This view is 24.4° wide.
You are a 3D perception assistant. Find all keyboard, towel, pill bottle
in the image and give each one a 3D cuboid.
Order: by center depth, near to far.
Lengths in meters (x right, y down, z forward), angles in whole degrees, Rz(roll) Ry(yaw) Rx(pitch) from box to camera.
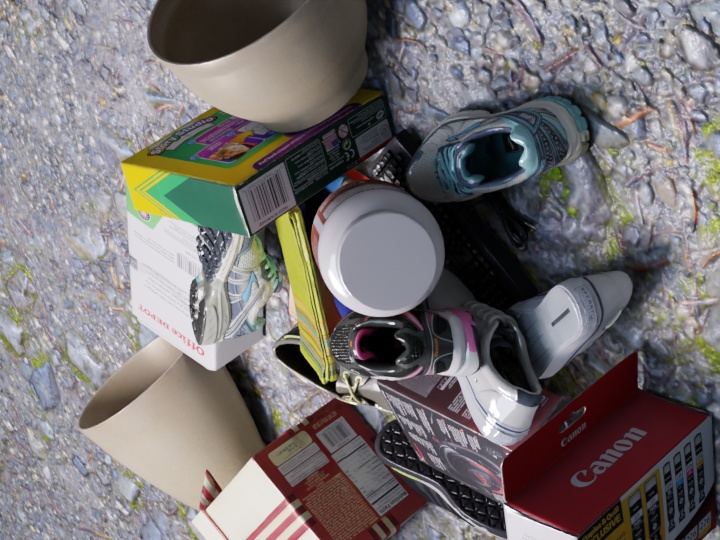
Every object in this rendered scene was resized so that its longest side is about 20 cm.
[{"bbox_3d":[0.015,-0.019,1.478,0.112,0.112,0.200,63,180,-9],"label":"pill bottle"},{"bbox_3d":[0.093,-0.047,1.553,0.200,0.021,0.127,50,138,7],"label":"keyboard"},{"bbox_3d":[-0.062,0.013,1.685,0.086,0.018,0.200,-136,30,-56],"label":"towel"}]

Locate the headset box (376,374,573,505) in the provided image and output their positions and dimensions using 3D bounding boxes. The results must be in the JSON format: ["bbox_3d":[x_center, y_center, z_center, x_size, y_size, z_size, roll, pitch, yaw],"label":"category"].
[{"bbox_3d":[0.130,0.158,1.592,0.200,0.075,0.149,25,155,38],"label":"headset box"}]

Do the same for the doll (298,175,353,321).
[{"bbox_3d":[-0.031,-0.044,1.649,0.136,0.048,0.200,-45,66,49],"label":"doll"}]

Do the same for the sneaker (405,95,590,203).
[{"bbox_3d":[0.099,-0.101,1.443,0.200,0.086,0.078,-19,96,48],"label":"sneaker"}]

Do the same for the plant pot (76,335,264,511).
[{"bbox_3d":[-0.204,0.196,1.990,0.200,0.187,0.187,51,147,-16],"label":"plant pot"}]

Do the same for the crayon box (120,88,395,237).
[{"bbox_3d":[-0.098,-0.113,1.581,0.172,0.200,0.058,13,128,45],"label":"crayon box"}]

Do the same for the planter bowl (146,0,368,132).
[{"bbox_3d":[-0.073,-0.212,1.507,0.200,0.200,0.135,12,150,45],"label":"planter bowl"}]

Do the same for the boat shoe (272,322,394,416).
[{"bbox_3d":[-0.008,0.112,1.768,0.201,0.060,0.072,27,133,35],"label":"boat shoe"}]

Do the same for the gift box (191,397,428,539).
[{"bbox_3d":[-0.064,0.260,1.859,0.200,0.184,0.187,52,136,13],"label":"gift box"}]

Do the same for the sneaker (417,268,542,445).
[{"bbox_3d":[0.114,0.063,1.514,0.071,0.073,0.200,-56,47,33],"label":"sneaker"}]

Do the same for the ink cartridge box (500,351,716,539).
[{"bbox_3d":[0.218,0.196,1.443,0.084,0.200,0.176,19,132,40],"label":"ink cartridge box"}]

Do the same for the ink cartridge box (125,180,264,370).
[{"bbox_3d":[-0.185,-0.010,1.865,0.146,0.084,0.200,33,138,29],"label":"ink cartridge box"}]

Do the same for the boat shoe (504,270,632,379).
[{"bbox_3d":[0.186,0.049,1.483,0.074,0.067,0.200,69,161,6],"label":"boat shoe"}]

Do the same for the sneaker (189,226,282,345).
[{"bbox_3d":[-0.124,-0.008,1.727,0.200,0.086,0.078,107,149,-45],"label":"sneaker"}]

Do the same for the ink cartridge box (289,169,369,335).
[{"bbox_3d":[0.000,0.000,1.684,0.162,0.050,0.200,32,141,30],"label":"ink cartridge box"}]

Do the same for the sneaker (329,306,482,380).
[{"bbox_3d":[0.020,0.061,1.510,0.200,0.086,0.081,-11,81,58],"label":"sneaker"}]

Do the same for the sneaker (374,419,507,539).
[{"bbox_3d":[0.103,0.218,1.736,0.200,0.072,0.083,32,165,30],"label":"sneaker"}]
